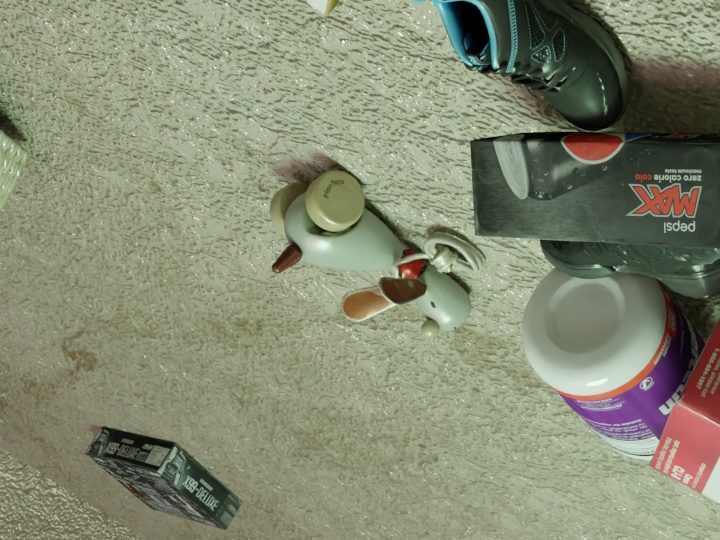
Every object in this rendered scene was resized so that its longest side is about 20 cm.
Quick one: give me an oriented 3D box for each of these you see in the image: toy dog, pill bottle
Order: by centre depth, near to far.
[{"bbox_3d":[0.209,0.074,1.425,0.112,0.113,0.200,15,163,36],"label":"pill bottle"},{"bbox_3d":[0.000,0.000,1.591,0.199,0.097,0.132,30,159,4],"label":"toy dog"}]

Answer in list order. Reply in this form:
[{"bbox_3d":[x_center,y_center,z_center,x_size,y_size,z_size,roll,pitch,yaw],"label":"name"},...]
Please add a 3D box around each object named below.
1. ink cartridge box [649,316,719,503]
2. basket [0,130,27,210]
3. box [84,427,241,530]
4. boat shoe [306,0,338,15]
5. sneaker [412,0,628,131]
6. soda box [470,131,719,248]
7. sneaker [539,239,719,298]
[{"bbox_3d":[0.329,0.104,1.298,0.199,0.146,0.145,28,158,13],"label":"ink cartridge box"},{"bbox_3d":[-0.471,-0.096,1.847,0.197,0.201,0.161,25,176,17],"label":"basket"},{"bbox_3d":[-0.290,0.305,2.721,0.199,0.050,0.158,5,146,50],"label":"box"},{"bbox_3d":[-0.027,-0.225,1.171,0.069,0.071,0.200,30,160,-1],"label":"boat shoe"},{"bbox_3d":[0.095,-0.145,1.164,0.073,0.082,0.200,1,145,48],"label":"sneaker"},{"bbox_3d":[0.168,-0.055,1.215,0.199,0.071,0.063,4,-169,41],"label":"soda box"},{"bbox_3d":[0.195,-0.039,1.297,0.199,0.060,0.105,14,145,43],"label":"sneaker"}]
